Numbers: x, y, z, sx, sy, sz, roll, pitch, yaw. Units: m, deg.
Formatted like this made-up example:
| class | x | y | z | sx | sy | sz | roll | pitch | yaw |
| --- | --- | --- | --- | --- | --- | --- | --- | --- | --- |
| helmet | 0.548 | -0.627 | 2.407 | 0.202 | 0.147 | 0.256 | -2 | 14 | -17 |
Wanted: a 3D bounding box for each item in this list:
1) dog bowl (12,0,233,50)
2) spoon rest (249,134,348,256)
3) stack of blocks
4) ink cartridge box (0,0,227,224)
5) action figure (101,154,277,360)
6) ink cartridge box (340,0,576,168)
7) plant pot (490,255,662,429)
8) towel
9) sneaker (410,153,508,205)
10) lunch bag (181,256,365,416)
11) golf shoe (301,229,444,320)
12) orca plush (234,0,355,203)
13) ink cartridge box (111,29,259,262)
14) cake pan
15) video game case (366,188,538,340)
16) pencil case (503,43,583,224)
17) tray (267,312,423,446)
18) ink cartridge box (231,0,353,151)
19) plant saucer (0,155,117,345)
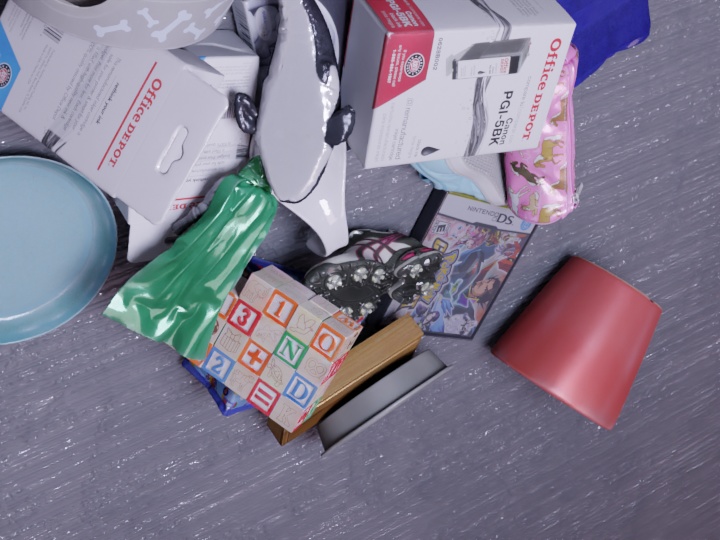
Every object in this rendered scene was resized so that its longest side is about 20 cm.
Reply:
| class | x | y | z | sx | sy | sz | roll | pitch | yaw |
| --- | --- | --- | --- | --- | --- | --- | --- | --- | --- |
| dog bowl | -0.178 | -0.236 | 0.702 | 0.199 | 0.201 | 0.059 | -7 | 141 | -32 |
| spoon rest | -0.048 | -0.084 | 0.947 | 0.099 | 0.061 | 0.201 | -31 | 140 | -11 |
| stack of blocks | -0.113 | 0.054 | 0.966 | 0.116 | 0.199 | 0.059 | -60 | 170 | 15 |
| ink cartridge box | -0.191 | -0.137 | 0.748 | 0.116 | 0.199 | 0.068 | -57 | 168 | 14 |
| action figure | -0.139 | -0.022 | 0.890 | 0.118 | 0.055 | 0.201 | 30 | 100 | -41 |
| ink cartridge box | 0.088 | -0.188 | 0.919 | 0.198 | 0.083 | 0.148 | -10 | 134 | -22 |
| plant pot | 0.306 | 0.091 | 1.314 | 0.200 | 0.200 | 0.178 | 30 | 94 | -45 |
| towel | 0.252 | -0.312 | 1.055 | 0.147 | 0.050 | 0.201 | -34 | 138 | -13 |
| sneaker | 0.113 | -0.121 | 1.100 | 0.200 | 0.081 | 0.075 | 28 | 63 | -59 |
| lunch bag | -0.079 | 0.078 | 1.104 | 0.199 | 0.094 | 0.151 | 8 | 120 | -55 |
| golf shoe | 0.000 | 0.000 | 1.060 | 0.199 | 0.088 | 0.078 | -9 | 131 | -46 |
| orca plush | -0.059 | -0.166 | 0.850 | 0.104 | 0.071 | 0.202 | -11 | 104 | 11 |
| ink cartridge box | -0.168 | -0.114 | 0.888 | 0.115 | 0.068 | 0.201 | -9 | 126 | -31 |
| cake pan | 0.025 | 0.162 | 1.197 | 0.199 | 0.037 | 0.200 | -34 | 172 | -6 |
| video game case | 0.121 | -0.004 | 1.213 | 0.180 | 0.026 | 0.201 | 9 | 117 | -40 |
| pencil case | 0.201 | -0.154 | 1.065 | 0.086 | 0.083 | 0.201 | -7 | 122 | 4 |
| tray | -0.019 | 0.132 | 1.154 | 0.199 | 0.037 | 0.099 | -31 | 162 | -19 |
| ink cartridge box | -0.016 | -0.211 | 0.941 | 0.199 | 0.043 | 0.199 | -27 | 135 | -18 |
| plant saucer | -0.323 | -0.020 | 0.879 | 0.199 | 0.027 | 0.201 | -19 | 132 | -22 |
